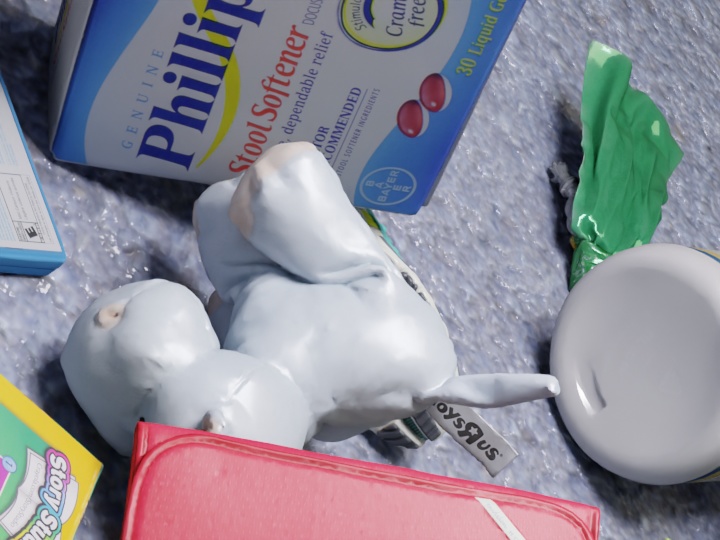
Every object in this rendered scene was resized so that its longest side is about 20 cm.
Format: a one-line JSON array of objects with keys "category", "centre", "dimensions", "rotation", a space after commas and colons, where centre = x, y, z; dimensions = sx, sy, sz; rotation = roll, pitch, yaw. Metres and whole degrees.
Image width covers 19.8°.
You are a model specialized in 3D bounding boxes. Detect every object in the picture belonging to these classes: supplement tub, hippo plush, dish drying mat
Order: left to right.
[{"category": "hippo plush", "centre": [-0.049, 0.060, 0.957], "dimensions": [0.161, 0.160, 0.200], "rotation": [-35, 74, -30]}, {"category": "dish drying mat", "centre": [0.002, 0.112, 0.836], "dimensions": [0.199, 0.018, 0.077], "rotation": [12, 60, -11]}, {"category": "supplement tub", "centre": [0.226, 0.060, 1.303], "dimensions": [0.200, 0.144, 0.145], "rotation": [6, 56, -53]}]

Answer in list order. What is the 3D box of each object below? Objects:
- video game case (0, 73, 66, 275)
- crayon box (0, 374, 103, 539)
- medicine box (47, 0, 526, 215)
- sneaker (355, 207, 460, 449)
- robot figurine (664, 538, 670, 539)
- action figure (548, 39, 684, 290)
[{"category": "video game case", "centre": [-0.226, -0.068, 0.911], "dimensions": [0.200, 0.018, 0.144], "rotation": [5, 57, -53]}, {"category": "crayon box", "centre": [-0.179, 0.110, 0.763], "dimensions": [0.119, 0.058, 0.200], "rotation": [44, 32, -19]}, {"category": "medicine box", "centre": [-0.039, -0.134, 1.013], "dimensions": [0.199, 0.183, 0.103], "rotation": [7, 49, -17]}, {"category": "sneaker", "centre": [0.000, 0.000, 1.115], "dimensions": [0.201, 0.077, 0.080], "rotation": [61, 22, 10]}, {"category": "robot figurine", "centre": [0.170, 0.230, 1.031], "dimensions": [0.201, 0.175, 0.116], "rotation": [60, 34, -5]}, {"category": "action figure", "centre": [0.171, -0.055, 1.427], "dimensions": [0.118, 0.055, 0.200], "rotation": [44, 39, -22]}]
